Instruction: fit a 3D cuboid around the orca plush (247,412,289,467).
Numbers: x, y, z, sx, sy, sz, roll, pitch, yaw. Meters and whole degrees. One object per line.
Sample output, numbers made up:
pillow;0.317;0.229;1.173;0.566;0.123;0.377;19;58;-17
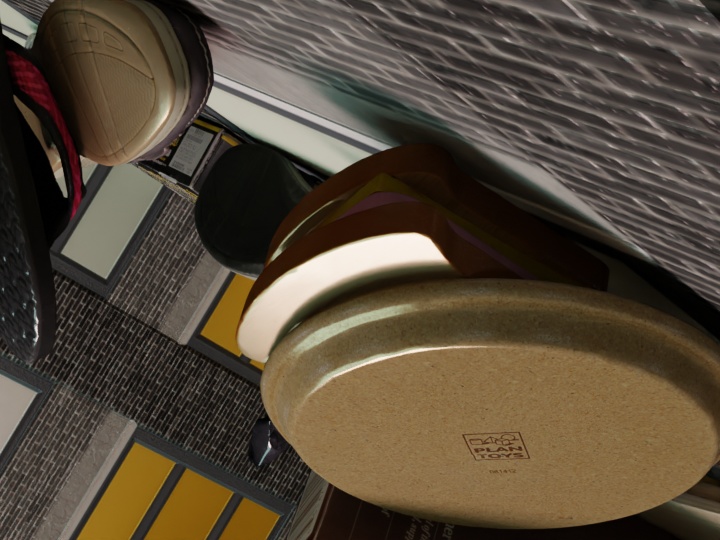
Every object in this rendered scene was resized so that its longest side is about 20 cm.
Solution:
orca plush;0.022;0.053;0.804;0.071;0.199;0.106;10;119;55

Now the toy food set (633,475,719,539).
toy food set;0.156;0.099;0.740;0.199;0.061;0.143;12;160;46

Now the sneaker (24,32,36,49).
sneaker;-0.217;-0.113;1.119;0.080;0.089;0.200;31;179;-20

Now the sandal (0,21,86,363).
sandal;-0.145;-0.063;0.657;0.045;0.202;0.075;-11;180;-34

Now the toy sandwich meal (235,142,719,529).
toy sandwich meal;0.048;0.034;0.599;0.203;0.071;0.206;4;149;2

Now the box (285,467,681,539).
box;0.065;0.145;0.699;0.199;0.101;0.075;28;135;-7

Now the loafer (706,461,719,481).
loafer;0.164;0.098;0.884;0.199;0.063;0.072;32;175;-2

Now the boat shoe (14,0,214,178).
boat shoe;-0.103;-0.080;0.677;0.200;0.064;0.073;-16;93;62

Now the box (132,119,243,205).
box;-0.065;-0.043;1.109;0.199;0.050;0.159;34;174;-31

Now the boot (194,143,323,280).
boot;0.000;0.002;0.934;0.153;0.074;0.203;30;-179;-40
